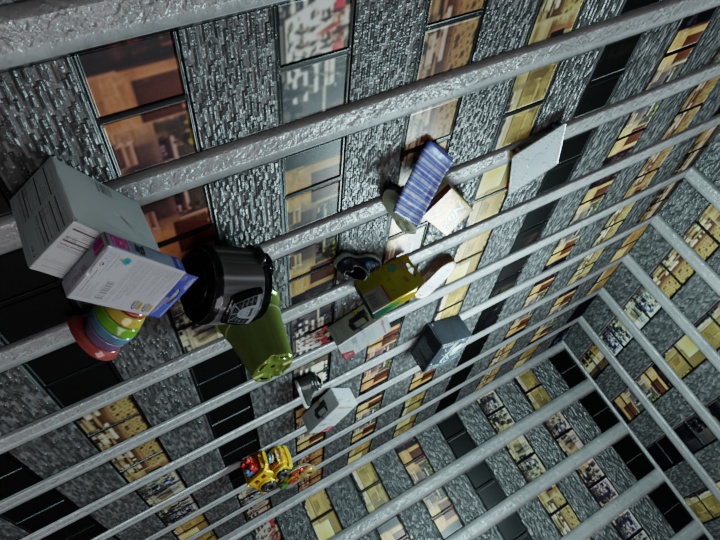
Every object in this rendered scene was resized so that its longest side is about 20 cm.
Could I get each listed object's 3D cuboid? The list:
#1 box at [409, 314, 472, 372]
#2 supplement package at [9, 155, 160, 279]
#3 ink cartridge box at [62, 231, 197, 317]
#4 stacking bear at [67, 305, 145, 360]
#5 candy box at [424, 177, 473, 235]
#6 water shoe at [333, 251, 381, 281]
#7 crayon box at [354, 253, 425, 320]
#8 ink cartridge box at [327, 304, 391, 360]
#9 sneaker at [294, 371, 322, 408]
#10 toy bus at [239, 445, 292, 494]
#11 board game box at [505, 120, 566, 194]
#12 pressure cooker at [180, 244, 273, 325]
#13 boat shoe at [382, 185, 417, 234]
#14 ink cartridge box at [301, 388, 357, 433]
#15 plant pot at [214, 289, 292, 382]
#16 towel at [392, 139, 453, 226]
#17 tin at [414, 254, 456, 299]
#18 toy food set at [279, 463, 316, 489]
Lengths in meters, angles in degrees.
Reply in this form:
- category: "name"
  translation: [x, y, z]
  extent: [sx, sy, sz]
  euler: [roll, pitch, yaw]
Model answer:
- category: "box"
  translation: [0.349, 0.317, 2.468]
  extent: [0.195, 0.125, 0.200]
  euler: [-11, 142, -36]
- category: "supplement package"
  translation: [-0.467, -0.066, 0.979]
  extent: [0.110, 0.158, 0.199]
  euler: [-39, 152, 8]
- category: "ink cartridge box"
  translation: [-0.389, 0.015, 0.977]
  extent: [0.119, 0.042, 0.199]
  euler: [-44, 148, 12]
- category: "stacking bear"
  translation: [-0.510, 0.083, 1.219]
  extent: [0.200, 0.115, 0.121]
  euler: [-46, 150, 11]
- category: "candy box"
  translation: [0.247, -0.186, 1.669]
  extent: [0.115, 0.056, 0.198]
  euler: [-42, 151, 14]
- category: "water shoe"
  translation: [0.000, 0.000, 1.660]
  extent: [0.196, 0.080, 0.072]
  euler: [3, 136, -49]
- category: "crayon box"
  translation: [0.092, 0.049, 1.782]
  extent: [0.195, 0.129, 0.051]
  euler: [-28, 153, -10]
- category: "ink cartridge box"
  translation: [-0.001, 0.203, 1.959]
  extent: [0.196, 0.084, 0.147]
  euler: [-32, 151, -6]
- category: "sneaker"
  translation: [-0.186, 0.455, 2.153]
  extent: [0.096, 0.072, 0.203]
  euler: [-23, 146, -10]
- category: "toy bus"
  translation: [-0.419, 0.839, 2.446]
  extent: [0.199, 0.137, 0.192]
  euler: [-40, 135, 7]
- category: "board game box"
  translation: [0.542, -0.350, 1.770]
  extent: [0.196, 0.026, 0.201]
  euler: [-33, 152, -6]
- category: "pressure cooker"
  translation: [-0.293, 0.031, 1.299]
  extent: [0.172, 0.187, 0.196]
  euler: [-5, 175, 41]
- category: "boat shoe"
  translation: [0.113, -0.177, 1.551]
  extent: [0.069, 0.070, 0.200]
  euler: [-65, 148, -17]
- category: "ink cartridge box"
  translation: [-0.129, 0.586, 2.384]
  extent: [0.200, 0.084, 0.144]
  euler: [-45, 149, 19]
- category: "plant pot"
  translation: [-0.271, 0.188, 1.536]
  extent: [0.195, 0.193, 0.203]
  euler: [-25, 152, -14]
- category: "towel"
  translation: [0.166, -0.225, 1.489]
  extent: [0.143, 0.024, 0.205]
  euler: [18, 100, -56]
- category: "tin"
  translation: [0.258, 0.025, 2.021]
  extent: [0.200, 0.042, 0.111]
  euler: [-45, 146, 18]
- category: "toy food set"
  translation: [-0.333, 1.070, 2.946]
  extent: [0.197, 0.049, 0.199]
  euler: [-42, 151, 13]
